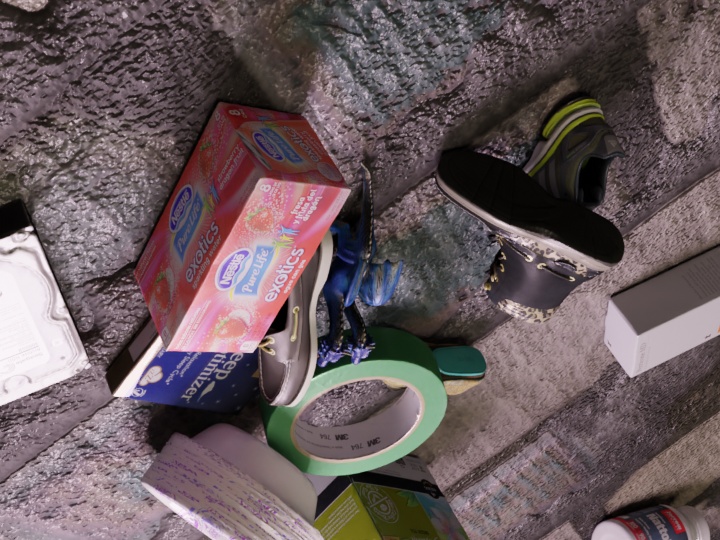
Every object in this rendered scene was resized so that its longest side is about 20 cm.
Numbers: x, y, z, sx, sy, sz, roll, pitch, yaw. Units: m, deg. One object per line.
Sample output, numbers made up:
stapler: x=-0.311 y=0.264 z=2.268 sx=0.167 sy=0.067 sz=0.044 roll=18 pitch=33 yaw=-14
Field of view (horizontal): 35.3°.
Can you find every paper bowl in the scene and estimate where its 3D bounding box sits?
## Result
paper bowl: x=-0.126 y=0.241 z=1.209 sx=0.105 sy=0.200 sz=0.201 roll=-55 pitch=149 yaw=-19

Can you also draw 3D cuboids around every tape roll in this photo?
tape roll: x=-0.008 y=0.144 z=1.217 sx=0.198 sy=0.048 sz=0.201 roll=-10 pitch=138 yaw=-9

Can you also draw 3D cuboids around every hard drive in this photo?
hard drive: x=-0.320 y=0.042 z=0.964 sx=0.139 sy=0.038 sz=0.201 roll=-22 pitch=143 yaw=-14

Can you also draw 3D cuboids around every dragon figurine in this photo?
dragon figurine: x=0.000 y=0.000 z=1.094 sx=0.058 sy=0.100 sz=0.201 roll=2 pitch=126 yaw=-37

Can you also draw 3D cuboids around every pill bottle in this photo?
pill bottle: x=0.525 y=0.486 z=2.030 sx=0.198 sy=0.120 sz=0.120 roll=-8 pitch=138 yaw=-31

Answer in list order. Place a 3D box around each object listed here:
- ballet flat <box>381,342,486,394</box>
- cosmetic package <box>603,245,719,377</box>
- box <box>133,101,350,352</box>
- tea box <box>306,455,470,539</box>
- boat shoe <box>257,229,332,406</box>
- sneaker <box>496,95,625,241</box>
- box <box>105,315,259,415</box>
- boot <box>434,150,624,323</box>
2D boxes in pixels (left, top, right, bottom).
ballet flat: x=0.064 y=0.114 z=1.311 sx=0.199 sy=0.071 sz=0.071 roll=10 pitch=127 yaw=-43
cosmetic package: x=0.426 y=0.050 z=1.493 sx=0.199 sy=0.071 sz=0.102 roll=-24 pitch=143 yaw=-10
box: x=-0.108 y=-0.033 z=0.980 sx=0.094 sy=0.103 sz=0.201 roll=4 pitch=132 yaw=-39
tea box: x=0.023 y=0.339 z=1.425 sx=0.134 sy=0.197 sz=0.199 roll=-47 pitch=142 yaw=19
boat shoe: x=-0.078 y=0.043 z=1.087 sx=0.060 sy=0.072 sz=0.203 roll=-10 pitch=119 yaw=-39
sneaker: x=0.204 y=-0.078 z=1.172 sx=0.073 sy=0.081 sz=0.201 roll=-6 pitch=137 yaw=-31
box: x=-0.145 y=0.091 z=1.154 sx=0.199 sy=0.033 sz=0.121 roll=16 pitch=122 yaw=-47
boot: x=0.147 y=-0.027 z=1.155 sx=0.202 sy=0.074 sz=0.154 roll=26 pitch=145 yaw=-4
